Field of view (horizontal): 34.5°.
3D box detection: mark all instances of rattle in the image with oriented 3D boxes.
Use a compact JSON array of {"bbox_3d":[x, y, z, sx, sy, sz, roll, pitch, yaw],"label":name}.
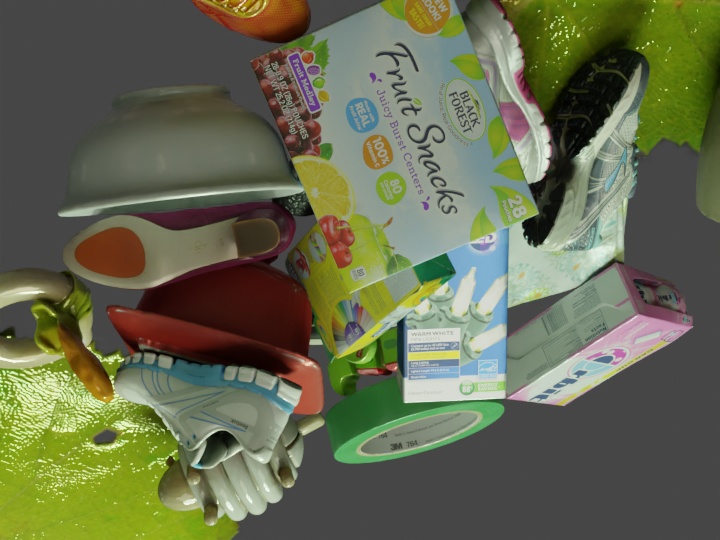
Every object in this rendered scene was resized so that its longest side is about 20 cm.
[{"bbox_3d":[-0.340,0.085,1.063,0.198,0.144,0.130,-8,157,-21],"label":"rattle"}]

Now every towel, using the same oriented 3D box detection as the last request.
[{"bbox_3d":[0.178,-0.033,1.186,0.198,0.048,0.172,-16,138,-3],"label":"towel"}]

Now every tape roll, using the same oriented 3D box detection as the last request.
[{"bbox_3d":[0.061,0.163,1.304,0.199,0.049,0.201,-13,159,-5],"label":"tape roll"}]

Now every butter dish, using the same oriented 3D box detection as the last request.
[{"bbox_3d":[-0.117,0.037,1.089,0.198,0.149,0.200,14,160,5],"label":"butter dish"}]

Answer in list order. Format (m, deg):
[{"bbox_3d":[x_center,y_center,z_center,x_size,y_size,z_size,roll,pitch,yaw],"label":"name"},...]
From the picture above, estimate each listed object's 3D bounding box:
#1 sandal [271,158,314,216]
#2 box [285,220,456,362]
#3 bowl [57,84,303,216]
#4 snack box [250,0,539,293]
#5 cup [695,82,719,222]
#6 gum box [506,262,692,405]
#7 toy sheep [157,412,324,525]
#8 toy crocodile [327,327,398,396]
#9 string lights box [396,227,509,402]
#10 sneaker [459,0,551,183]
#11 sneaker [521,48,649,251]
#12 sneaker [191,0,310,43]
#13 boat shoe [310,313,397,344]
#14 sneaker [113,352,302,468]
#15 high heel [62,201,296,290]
[{"bbox_3d":[-0.023,-0.119,1.032,0.075,0.045,0.200,16,143,-26],"label":"sandal"},{"bbox_3d":[0.000,0.000,1.069,0.048,0.118,0.200,-17,165,-36],"label":"box"},{"bbox_3d":[-0.149,-0.098,0.936,0.199,0.091,0.201,-7,-178,0],"label":"bowl"},{"bbox_3d":[0.029,-0.108,0.927,0.168,0.068,0.201,-22,99,6],"label":"snack box"},{"bbox_3d":[0.405,-0.140,1.067,0.199,0.200,0.144,-15,112,-4],"label":"cup"},{"bbox_3d":[0.256,0.072,1.277,0.113,0.067,0.200,12,140,-44],"label":"gum box"},{"bbox_3d":[-0.129,0.208,1.273,0.199,0.138,0.138,-21,139,-5],"label":"toy sheep"},{"bbox_3d":[0.047,0.081,1.221,0.199,0.062,0.067,-21,162,29],"label":"toy crocodile"},{"bbox_3d":[0.086,0.020,1.097,0.102,0.059,0.202,-3,108,-3],"label":"string lights box"},{"bbox_3d":[0.108,-0.150,1.018,0.088,0.082,0.201,-22,130,7],"label":"sneaker"},{"bbox_3d":[0.223,-0.109,1.080,0.086,0.078,0.201,10,115,-28],"label":"sneaker"},{"bbox_3d":[-0.112,-0.218,0.861,0.073,0.077,0.199,-41,137,22],"label":"sneaker"},{"bbox_3d":[0.006,0.024,1.167,0.198,0.072,0.068,-12,124,13],"label":"boat shoe"},{"bbox_3d":[-0.147,0.124,1.001,0.199,0.087,0.075,2,158,37],"label":"sneaker"},{"bbox_3d":[-0.156,-0.023,1.023,0.198,0.096,0.068,-2,97,5],"label":"high heel"}]
